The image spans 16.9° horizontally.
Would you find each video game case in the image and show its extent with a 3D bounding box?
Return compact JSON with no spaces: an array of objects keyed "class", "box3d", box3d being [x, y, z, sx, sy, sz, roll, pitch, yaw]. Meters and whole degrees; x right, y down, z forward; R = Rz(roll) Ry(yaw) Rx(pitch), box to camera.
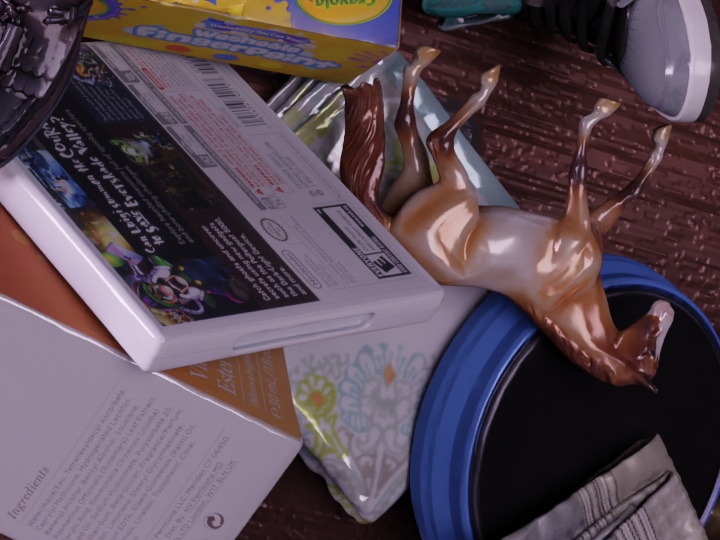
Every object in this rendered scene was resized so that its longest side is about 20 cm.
[{"class":"video game case","box3d":[-0.084,-0.037,1.099,0.181,0.200,0.023,-8,137,-47]}]

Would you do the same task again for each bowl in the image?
[{"class":"bowl","box3d":[0.116,0.092,1.269,0.200,0.039,0.202,-11,109,-34]}]

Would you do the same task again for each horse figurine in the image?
[{"class":"horse figurine","box3d":[0.070,-0.030,1.189,0.199,0.050,0.133,17,90,-14]}]

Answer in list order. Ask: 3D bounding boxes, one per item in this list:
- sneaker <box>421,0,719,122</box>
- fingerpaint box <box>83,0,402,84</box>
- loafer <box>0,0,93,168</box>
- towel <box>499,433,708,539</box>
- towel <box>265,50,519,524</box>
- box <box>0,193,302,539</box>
[{"class":"sneaker","box3d":[0.094,-0.141,1.211,0.120,0.200,0.084,-4,127,-19]},{"class":"fingerpaint box","box3d":[-0.080,-0.191,1.153,0.199,0.073,0.168,8,77,-21]},{"class":"loafer","box3d":[-0.139,-0.138,1.039,0.072,0.063,0.201,24,69,-5]},{"class":"towel","box3d":[0.132,0.208,1.213,0.192,0.034,0.201,-33,97,-31]},{"class":"towel","box3d":[0.000,0.000,1.236,0.171,0.048,0.200,-44,109,-16]},{"class":"box","box3d":[-0.141,0.035,1.087,0.199,0.152,0.107,28,113,-23]}]
